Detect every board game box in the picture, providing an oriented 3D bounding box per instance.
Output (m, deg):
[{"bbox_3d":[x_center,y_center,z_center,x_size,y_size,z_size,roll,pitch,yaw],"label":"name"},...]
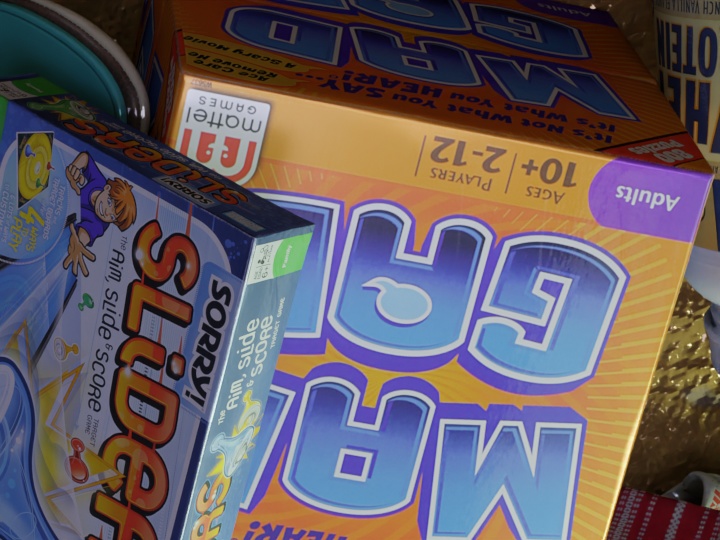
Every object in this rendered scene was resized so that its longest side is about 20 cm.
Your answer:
[{"bbox_3d":[-0.098,0.049,0.910,0.135,0.034,0.201,27,114,30],"label":"board game box"},{"bbox_3d":[0.000,0.000,1.024,0.198,0.200,0.201,10,111,-11],"label":"board game box"}]

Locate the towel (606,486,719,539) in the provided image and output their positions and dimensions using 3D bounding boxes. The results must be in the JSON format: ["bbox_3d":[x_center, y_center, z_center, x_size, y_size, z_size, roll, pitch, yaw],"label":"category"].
[{"bbox_3d":[0.093,0.122,1.079,0.198,0.145,0.023,14,115,15],"label":"towel"}]

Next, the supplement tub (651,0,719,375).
[{"bbox_3d":[0.190,-0.063,1.016,0.143,0.144,0.202,-8,104,-3],"label":"supplement tub"}]

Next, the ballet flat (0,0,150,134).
[{"bbox_3d":[-0.144,-0.082,0.999,0.199,0.069,0.070,16,117,33],"label":"ballet flat"}]

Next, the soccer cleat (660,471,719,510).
[{"bbox_3d":[0.179,0.128,1.169,0.198,0.069,0.086,-5,122,1],"label":"soccer cleat"}]
